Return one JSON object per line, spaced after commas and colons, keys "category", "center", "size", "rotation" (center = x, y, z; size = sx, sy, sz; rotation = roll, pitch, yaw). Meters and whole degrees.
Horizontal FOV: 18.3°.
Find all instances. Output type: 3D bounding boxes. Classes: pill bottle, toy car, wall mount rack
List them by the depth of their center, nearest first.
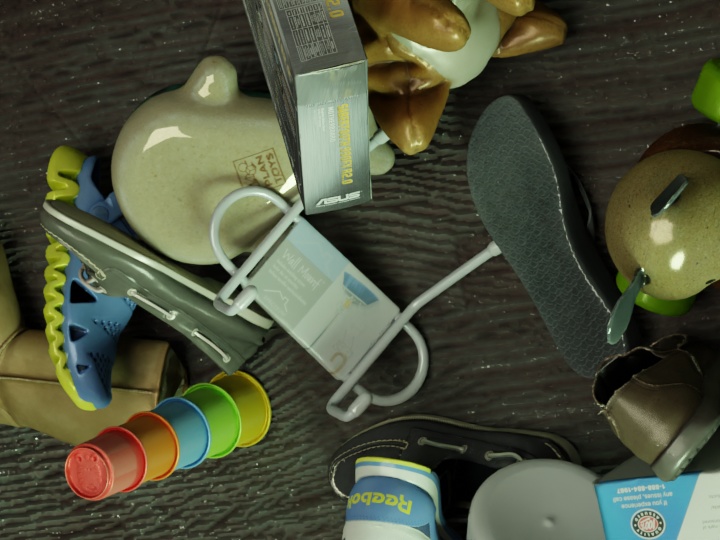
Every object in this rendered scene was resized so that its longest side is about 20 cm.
{"category": "toy car", "center": [0.214, -0.021, 1.365], "size": [0.157, 0.200, 0.165], "rotation": [29, 114, 22]}
{"category": "pill bottle", "center": [0.120, 0.229, 1.502], "size": [0.106, 0.106, 0.201], "rotation": [26, 139, 23]}
{"category": "wall mount rack", "center": [0.000, 0.000, 1.541], "size": [0.200, 0.075, 0.174], "rotation": [43, 80, -18]}

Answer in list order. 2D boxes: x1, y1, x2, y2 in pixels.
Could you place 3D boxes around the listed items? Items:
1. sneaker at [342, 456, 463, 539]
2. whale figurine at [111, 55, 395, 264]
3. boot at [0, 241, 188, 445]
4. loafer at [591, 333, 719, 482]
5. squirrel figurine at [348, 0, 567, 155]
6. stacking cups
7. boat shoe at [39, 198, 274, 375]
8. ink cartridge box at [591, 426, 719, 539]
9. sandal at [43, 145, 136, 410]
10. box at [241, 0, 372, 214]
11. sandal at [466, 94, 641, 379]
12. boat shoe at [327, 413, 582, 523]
{"category": "sneaker", "center": [0.032, 0.209, 1.541], "size": [0.074, 0.083, 0.200], "rotation": [-2, 143, 23]}
{"category": "whale figurine", "center": [-0.077, -0.086, 1.593], "size": [0.199, 0.104, 0.160], "rotation": [-18, 111, 10]}
{"category": "boot", "center": [-0.227, 0.053, 1.722], "size": [0.199, 0.066, 0.176], "rotation": [8, 110, 27]}
{"category": "loafer", "center": [0.186, 0.070, 1.405], "size": [0.071, 0.200, 0.073], "rotation": [38, 99, -1]}
{"category": "squirrel figurine", "center": [0.024, -0.216, 1.440], "size": [0.141, 0.187, 0.200], "rotation": [-32, 52, -7]}
{"category": "stacking cups", "center": [-0.138, 0.125, 1.600], "size": [0.060, 0.200, 0.061], "rotation": [7, 106, 27]}
{"category": "boat shoe", "center": [-0.152, 0.016, 1.602], "size": [0.057, 0.200, 0.067], "rotation": [-58, 28, 5]}
{"category": "ink cartridge box", "center": [0.259, 0.206, 1.419], "size": [0.147, 0.144, 0.201], "rotation": [-9, 96, 31]}
{"category": "sandal", "center": [-0.189, 0.003, 1.651], "size": [0.087, 0.080, 0.201], "rotation": [-1, 78, 0]}
{"category": "box", "center": [-0.041, -0.163, 1.463], "size": [0.048, 0.159, 0.201], "rotation": [-14, 59, -7]}
{"category": "sandal", "center": [0.131, -0.023, 1.509], "size": [0.076, 0.043, 0.201], "rotation": [-22, 91, 42]}
{"category": "boat shoe", "center": [0.055, 0.143, 1.573], "size": [0.199, 0.063, 0.073], "rotation": [-3, 99, 31]}
